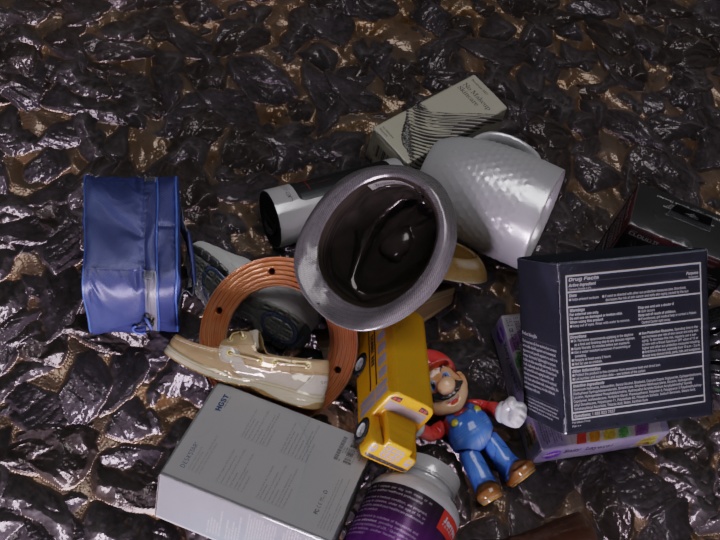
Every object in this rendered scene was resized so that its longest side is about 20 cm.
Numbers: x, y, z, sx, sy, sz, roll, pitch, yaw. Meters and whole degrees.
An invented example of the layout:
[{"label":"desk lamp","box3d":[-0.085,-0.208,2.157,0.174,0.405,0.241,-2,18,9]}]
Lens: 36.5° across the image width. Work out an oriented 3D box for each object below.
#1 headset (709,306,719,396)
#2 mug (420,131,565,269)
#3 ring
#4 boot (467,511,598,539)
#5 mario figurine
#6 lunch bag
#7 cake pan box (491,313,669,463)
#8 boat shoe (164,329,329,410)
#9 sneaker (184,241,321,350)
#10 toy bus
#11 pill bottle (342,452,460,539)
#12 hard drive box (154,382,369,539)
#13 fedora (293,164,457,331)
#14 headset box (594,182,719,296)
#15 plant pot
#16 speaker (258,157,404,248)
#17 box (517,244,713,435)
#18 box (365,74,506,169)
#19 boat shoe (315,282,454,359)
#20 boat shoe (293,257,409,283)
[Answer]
[{"label":"headset","box3d":[0.467,0.107,1.454,0.199,0.094,0.124,12,71,-31]},{"label":"mug","box3d":[0.179,-0.119,1.496,0.175,0.148,0.200,25,50,12]},{"label":"ring","box3d":[-0.098,0.084,1.318,0.199,0.019,0.202,0,88,12]},{"label":"boot","box3d":[0.210,0.378,1.242,0.199,0.064,0.187,-5,62,-21]},{"label":"mario figurine","box3d":[0.122,0.179,1.312,0.123,0.106,0.200,-19,68,-52]},{"label":"lunch bag","box3d":[-0.268,-0.015,1.330,0.131,0.136,0.201,-2,61,-10]},{"label":"cake pan box","box3d":[0.281,0.139,1.410,0.183,0.052,0.201,-3,60,-17]},{"label":"boat shoe","box3d":[-0.130,0.103,1.282,0.199,0.074,0.070,18,88,4]},{"label":"sneaker","box3d":[-0.135,0.024,1.389,0.199,0.075,0.087,34,38,8]},{"label":"toy bus","box3d":[0.039,0.133,1.263,0.065,0.078,0.201,28,32,-21]},{"label":"pill bottle","box3d":[0.039,0.306,1.213,0.112,0.113,0.200,27,57,5]},{"label":"hard drive box","box3d":[-0.104,0.231,1.215,0.199,0.077,0.156,21,40,8]},{"label":"fedora","box3d":[0.027,-0.024,1.269,0.177,0.090,0.200,37,94,20]},{"label":"headset box","box3d":[0.399,-0.019,1.445,0.148,0.200,0.078,21,56,2]},{"label":"plant pot","box3d":[0.072,-0.030,1.404,0.199,0.028,0.200,17,12,-4]},{"label":"speaker","box3d":[-0.034,-0.091,1.467,0.199,0.081,0.082,-16,63,-20]},{"label":"box","box3d":[0.303,0.075,1.303,0.199,0.123,0.200,-5,97,-16]},{"label":"box","box3d":[0.110,-0.200,1.573,0.200,0.069,0.082,-33,69,-27]},{"label":"boat shoe","box3d":[0.038,0.074,1.394,0.199,0.071,0.065,-24,105,-20]},{"label":"boat shoe","box3d":[0.000,0.000,1.382,0.199,0.071,0.064,13,36,35]}]
